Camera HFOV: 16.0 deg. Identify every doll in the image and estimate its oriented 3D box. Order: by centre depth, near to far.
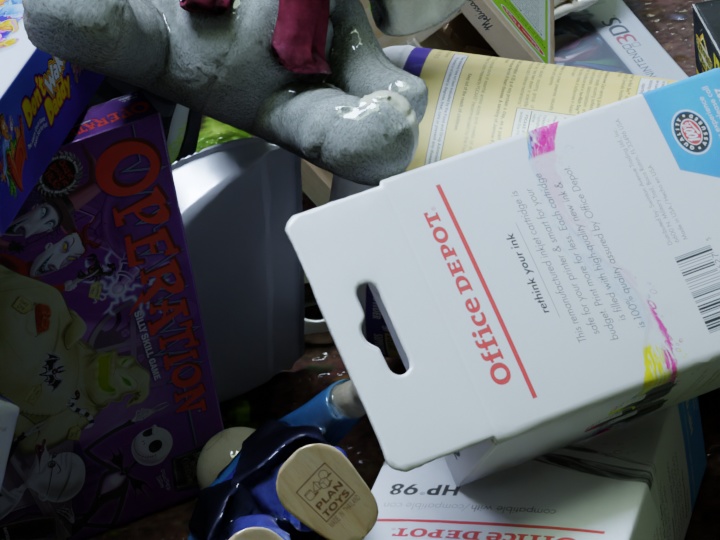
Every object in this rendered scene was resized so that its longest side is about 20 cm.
[{"bbox_3d":[-0.035,0.094,1.068,0.137,0.048,0.200,-53,9,-5],"label":"doll"}]

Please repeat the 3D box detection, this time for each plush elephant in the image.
[{"bbox_3d":[-0.031,-0.135,1.072,0.165,0.155,0.200,23,3,-2],"label":"plush elephant"}]

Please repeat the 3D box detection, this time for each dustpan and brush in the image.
[{"bbox_3d":[-0.118,0.023,1.173,0.200,0.140,0.057,-31,47,-34],"label":"dustpan and brush"}]

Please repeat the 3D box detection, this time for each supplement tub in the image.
[{"bbox_3d":[0.093,-0.021,1.167,0.200,0.146,0.145,8,33,9],"label":"supplement tub"}]

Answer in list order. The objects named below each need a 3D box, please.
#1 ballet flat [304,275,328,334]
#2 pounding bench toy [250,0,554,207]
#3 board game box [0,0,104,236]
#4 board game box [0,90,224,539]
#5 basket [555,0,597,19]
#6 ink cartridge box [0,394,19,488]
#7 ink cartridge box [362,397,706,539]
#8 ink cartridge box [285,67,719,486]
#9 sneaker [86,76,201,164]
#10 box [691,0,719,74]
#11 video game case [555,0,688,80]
[{"bbox_3d":[0.000,0.000,1.278,0.200,0.067,0.064,-8,57,6],"label":"ballet flat"},{"bbox_3d":[0.024,-0.097,1.328,0.156,0.200,0.124,-36,21,20],"label":"pounding bench toy"},{"bbox_3d":[-0.187,-0.071,1.059,0.134,0.045,0.200,-6,27,13],"label":"board game box"},{"bbox_3d":[-0.128,0.029,1.113,0.120,0.200,0.032,-23,36,-19],"label":"board game box"},{"bbox_3d":[0.036,-0.202,1.494,0.135,0.124,0.200,-23,18,-31],"label":"basket"},{"bbox_3d":[-0.222,0.070,1.089,0.041,0.200,0.200,4,14,-44],"label":"ink cartridge box"},{"bbox_3d":[0.067,0.109,1.047,0.116,0.067,0.200,1,32,18],"label":"ink cartridge box"},{"bbox_3d":[0.074,0.008,1.026,0.200,0.068,0.115,-19,74,-18],"label":"ink cartridge box"},{"bbox_3d":[-0.119,-0.095,1.214,0.083,0.200,0.072,-23,57,-21],"label":"sneaker"},{"bbox_3d":[0.274,-0.098,1.355,0.160,0.049,0.200,-9,30,-2],"label":"box"},{"bbox_3d":[0.076,-0.099,1.445,0.200,0.023,0.182,-15,30,-7],"label":"video game case"}]
